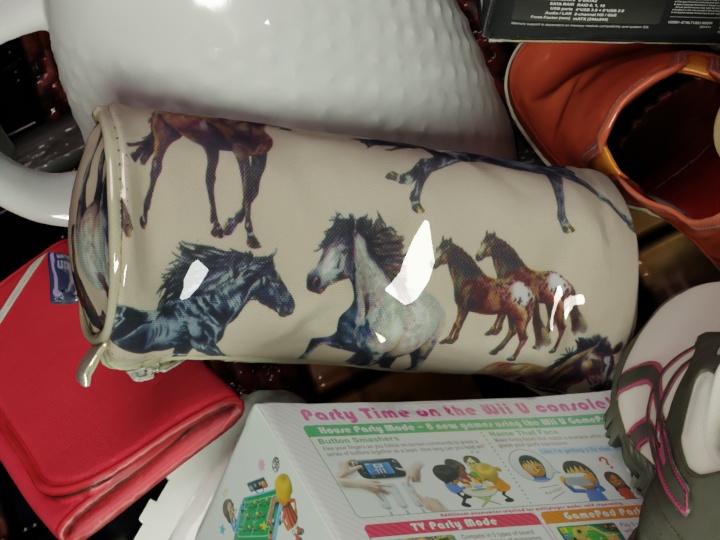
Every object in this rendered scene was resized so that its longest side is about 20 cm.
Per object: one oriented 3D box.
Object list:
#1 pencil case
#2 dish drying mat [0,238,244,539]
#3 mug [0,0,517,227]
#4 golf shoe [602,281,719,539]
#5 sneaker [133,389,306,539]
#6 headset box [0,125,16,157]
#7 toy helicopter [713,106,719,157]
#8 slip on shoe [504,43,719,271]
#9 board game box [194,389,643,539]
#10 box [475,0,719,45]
[{"bbox_3d":[0.000,0.000,0.789,0.200,0.090,0.078,6,10,-19],"label":"pencil case"},{"bbox_3d":[-0.106,0.038,0.858,0.077,0.018,0.200,-37,25,-9],"label":"dish drying mat"},{"bbox_3d":[-0.061,-0.072,0.869,0.200,0.175,0.148,-15,50,13],"label":"mug"},{"bbox_3d":[0.119,0.049,0.699,0.077,0.088,0.200,20,30,-2],"label":"golf shoe"},{"bbox_3d":[-0.048,0.134,0.784,0.080,0.076,0.200,16,66,19],"label":"sneaker"},{"bbox_3d":[-0.255,-0.062,1.013,0.149,0.075,0.200,-41,49,-11],"label":"headset box"},{"bbox_3d":[0.199,-0.083,0.731,0.200,0.132,0.079,-26,48,-7],"label":"toy helicopter"},{"bbox_3d":[0.108,-0.051,0.838,0.074,0.061,0.200,-48,35,2],"label":"slip on shoe"},{"bbox_3d":[0.060,0.123,0.690,0.147,0.064,0.200,0,40,-32],"label":"board game box"},{"bbox_3d":[0.150,-0.159,0.785,0.200,0.199,0.050,0,49,-10],"label":"box"}]
